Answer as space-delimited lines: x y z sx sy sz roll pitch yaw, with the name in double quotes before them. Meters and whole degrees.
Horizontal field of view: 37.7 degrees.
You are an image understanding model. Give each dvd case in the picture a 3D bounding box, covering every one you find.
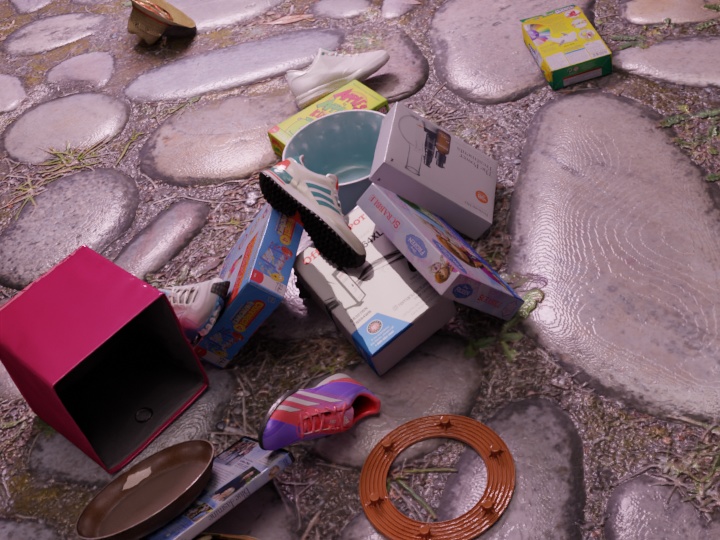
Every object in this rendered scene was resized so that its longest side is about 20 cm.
"dvd case" -0.192 0.281 1.334 0.200 0.018 0.142 -34 17 -25

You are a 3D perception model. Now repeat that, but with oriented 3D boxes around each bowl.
"bowl" -0.020 -0.165 1.740 0.199 0.105 0.201 -8 44 8

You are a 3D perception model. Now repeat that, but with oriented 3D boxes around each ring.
"ring" 0.094 0.259 1.329 0.199 0.019 0.201 -8 43 7

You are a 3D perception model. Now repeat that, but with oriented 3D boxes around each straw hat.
"straw hat" -0.456 -0.533 2.262 0.201 0.200 0.085 47 113 44

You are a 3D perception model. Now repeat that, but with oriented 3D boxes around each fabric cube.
"fabric cube" -0.369 0.122 1.477 0.199 0.201 0.196 25 57 38

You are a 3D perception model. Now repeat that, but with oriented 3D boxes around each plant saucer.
"plant saucer" -0.268 0.287 1.346 0.199 0.032 0.200 -25 16 8

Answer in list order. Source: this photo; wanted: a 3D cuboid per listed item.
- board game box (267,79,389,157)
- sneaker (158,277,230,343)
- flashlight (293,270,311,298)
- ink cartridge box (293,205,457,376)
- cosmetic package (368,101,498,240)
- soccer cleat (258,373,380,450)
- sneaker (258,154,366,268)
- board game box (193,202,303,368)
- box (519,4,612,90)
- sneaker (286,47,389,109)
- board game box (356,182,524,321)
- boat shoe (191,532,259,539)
"board game box" -0.055 -0.260 1.892 0.200 0.048 0.102 -33 45 -18
"sneaker" -0.251 0.051 1.508 0.086 0.200 0.075 30 59 -16
"flashlight" 0.000 0.000 1.592 0.199 0.068 0.068 -12 46 2
"ink cartridge box" 0.017 0.024 1.496 0.146 0.084 0.200 -39 63 -7
"cosmetic package" 0.118 -0.155 1.644 0.199 0.052 0.151 28 46 -16
"soccer cleat" -0.053 0.187 1.366 0.073 0.069 0.200 21 23 30
"sneaker" -0.048 -0.092 1.481 0.200 0.070 0.093 41 60 19
"board game box" -0.159 0.011 1.543 0.056 0.196 0.201 28 45 -16
"box" 0.370 -0.414 1.929 0.117 0.049 0.201 -16 45 0
"sneaker" -0.043 -0.382 1.972 0.199 0.089 0.075 -27 0 -12
"board game box" 0.113 -0.024 1.471 0.041 0.199 0.200 -50 57 13
"boat shoe" -0.189 0.347 1.279 0.199 0.074 0.076 -2 44 14
